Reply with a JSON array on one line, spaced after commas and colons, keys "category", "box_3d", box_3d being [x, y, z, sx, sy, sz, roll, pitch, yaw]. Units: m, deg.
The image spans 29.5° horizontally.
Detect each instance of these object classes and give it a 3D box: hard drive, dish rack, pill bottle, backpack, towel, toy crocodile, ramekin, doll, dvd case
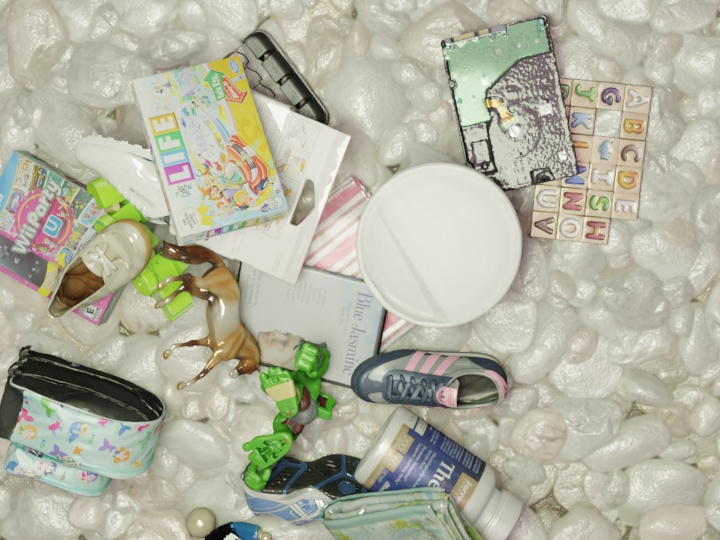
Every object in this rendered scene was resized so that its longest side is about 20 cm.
[{"category": "hard drive", "box_3d": [0.185, -0.203, 1.699, 0.138, 0.038, 0.203, -13, 93, 10]}, {"category": "dish rack", "box_3d": [-0.157, -0.188, 1.729, 0.199, 0.055, 0.154, -38, 90, 9]}, {"category": "pill bottle", "box_3d": [0.100, 0.269, 1.719, 0.199, 0.111, 0.112, 34, 97, 1]}, {"category": "backpack", "box_3d": [-0.349, 0.194, 1.720, 0.197, 0.178, 0.153, 11, 100, -6]}, {"category": "towel", "box_3d": [0.000, 0.000, 1.744, 0.146, 0.030, 0.201, -40, 91, 8]}, {"category": "toy crocodile", "box_3d": [-0.274, -0.028, 1.692, 0.067, 0.061, 0.201, -42, 106, -32]}, {"category": "towel", "box_3d": [0.066, 0.342, 1.688, 0.198, 0.048, 0.172, -13, 124, 39]}, {"category": "ramekin", "box_3d": [0.097, -0.038, 1.667, 0.199, 0.094, 0.205, 1, 102, 6]}, {"category": "doll", "box_3d": [-0.160, 0.395, 1.785, 0.136, 0.048, 0.201, -38, 91, 6]}, {"category": "dvd case", "box_3d": [-0.068, 0.066, 1.743, 0.197, 0.018, 0.145, 13, 106, 8]}]

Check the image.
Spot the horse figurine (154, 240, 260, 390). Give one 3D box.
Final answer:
[{"category": "horse figurine", "box_3d": [-0.188, 0.054, 1.688, 0.131, 0.050, 0.203, -19, 107, -31]}]

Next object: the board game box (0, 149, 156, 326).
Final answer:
[{"category": "board game box", "box_3d": [-0.385, -0.042, 1.757, 0.198, 0.064, 0.149, 29, 96, 2]}]

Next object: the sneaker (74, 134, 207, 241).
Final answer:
[{"category": "sneaker", "box_3d": [-0.257, -0.103, 1.641, 0.198, 0.076, 0.082, 19, 89, 8]}]

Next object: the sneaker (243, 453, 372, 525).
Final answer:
[{"category": "sneaker", "box_3d": [-0.054, 0.286, 1.763, 0.197, 0.076, 0.078, 8, 133, -4]}]

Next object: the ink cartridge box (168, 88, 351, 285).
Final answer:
[{"category": "ink cartridge box", "box_3d": [-0.122, -0.108, 1.685, 0.174, 0.045, 0.202, 23, 100, 5]}]

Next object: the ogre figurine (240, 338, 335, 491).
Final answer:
[{"category": "ogre figurine", "box_3d": [-0.086, 0.169, 1.702, 0.097, 0.120, 0.203, 7, 105, 14]}]

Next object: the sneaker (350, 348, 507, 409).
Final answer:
[{"category": "sneaker", "box_3d": [0.088, 0.141, 1.706, 0.197, 0.082, 0.071, -4, 109, -5]}]

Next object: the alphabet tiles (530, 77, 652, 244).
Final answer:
[{"category": "alphabet tiles", "box_3d": [0.272, -0.138, 1.719, 0.165, 0.008, 0.203, 6, 95, 4]}]

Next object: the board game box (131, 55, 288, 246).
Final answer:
[{"category": "board game box", "box_3d": [-0.177, -0.142, 1.603, 0.133, 0.034, 0.202, -16, 76, -15]}]

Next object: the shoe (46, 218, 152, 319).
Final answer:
[{"category": "shoe", "box_3d": [-0.317, 0.004, 1.649, 0.070, 0.053, 0.199, 48, 132, -8]}]
